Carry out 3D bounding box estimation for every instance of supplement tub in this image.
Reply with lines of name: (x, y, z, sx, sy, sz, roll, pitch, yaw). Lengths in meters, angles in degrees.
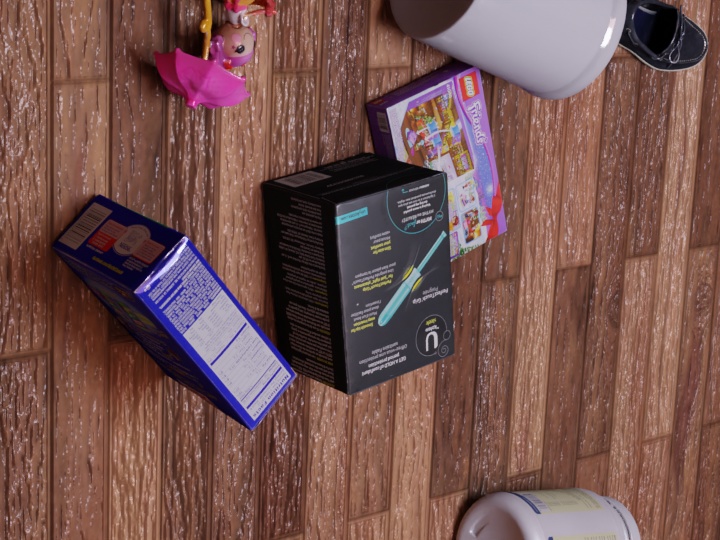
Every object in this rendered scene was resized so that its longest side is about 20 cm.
supplement tub: (0.227, 0.335, 1.946, 0.198, 0.144, 0.147, 4, 99, -41)

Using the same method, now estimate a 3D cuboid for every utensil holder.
utensil holder: (0.152, -0.288, 1.704, 0.198, 0.169, 0.172, 15, 92, -38)

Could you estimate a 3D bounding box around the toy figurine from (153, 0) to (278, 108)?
toy figurine: (-0.129, -0.246, 1.528, 0.200, 0.149, 0.186, -34, 139, -57)

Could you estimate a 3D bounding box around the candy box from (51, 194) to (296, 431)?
candy box: (-0.172, 0.038, 1.514, 0.077, 0.168, 0.201, -46, 127, -16)

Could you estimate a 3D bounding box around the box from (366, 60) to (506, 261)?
box: (0.086, -0.110, 1.777, 0.136, 0.039, 0.202, -27, 118, -31)

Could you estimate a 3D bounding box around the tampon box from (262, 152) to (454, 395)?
tampon box: (0.000, 0.000, 1.676, 0.149, 0.126, 0.203, -17, 113, -35)

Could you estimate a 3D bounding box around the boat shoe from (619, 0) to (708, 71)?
boat shoe: (0.360, -0.284, 1.949, 0.199, 0.062, 0.076, 14, 91, -43)
